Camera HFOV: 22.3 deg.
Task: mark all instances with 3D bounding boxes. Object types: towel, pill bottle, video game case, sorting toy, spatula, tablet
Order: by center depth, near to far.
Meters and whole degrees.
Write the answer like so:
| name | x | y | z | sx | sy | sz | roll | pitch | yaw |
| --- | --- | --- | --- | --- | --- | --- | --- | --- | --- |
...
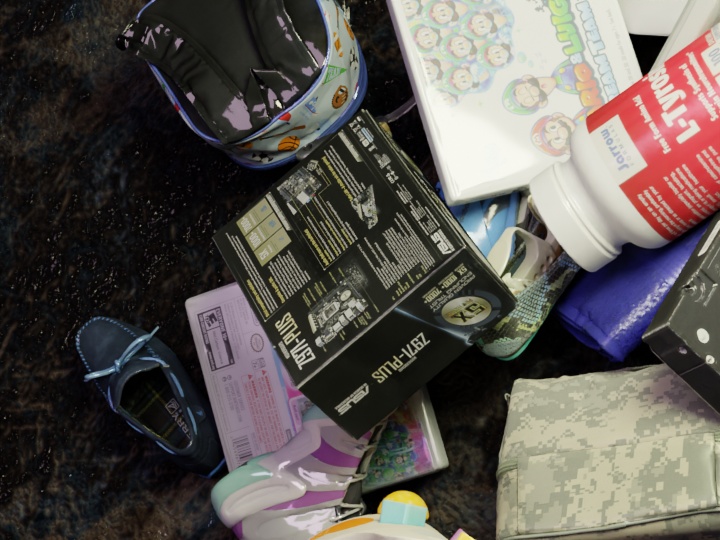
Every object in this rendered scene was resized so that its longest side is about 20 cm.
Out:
| name | x | y | z | sx | sy | sz | roll | pitch | yaw |
| --- | --- | --- | --- | --- | --- | --- | --- | --- | --- |
| sorting toy | 0.065 | 0.233 | 1.322 | 0.200 | 0.180 | 0.107 | 40 | 76 | -2 |
| pill bottle | 0.227 | -0.088 | 1.337 | 0.200 | 0.112 | 0.112 | -36 | 59 | 18 |
| towel | 0.239 | -0.016 | 1.407 | 0.200 | 0.050 | 0.148 | -44 | 21 | 0 |
| video game case | 0.129 | -0.164 | 1.453 | 0.182 | 0.024 | 0.200 | -13 | 77 | -12 |
| tablet | 0.253 | -0.244 | 1.475 | 0.130 | 0.014 | 0.200 | -53 | 15 | -1 |
| video game case | -0.039 | 0.092 | 1.515 | 0.182 | 0.024 | 0.200 | -19 | 79 | 18 |
| spatula | 0.033 | -0.140 | 1.567 | 0.200 | 0.021 | 0.057 | -30 | 34 | -7 |

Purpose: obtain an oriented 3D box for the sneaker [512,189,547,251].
| name | x | y | z | sx | sy | sz | roll | pitch | yaw |
| --- | --- | --- | --- | --- | --- | --- | --- | --- | --- |
| sneaker | 0.141 | -0.109 | 1.527 | 0.115 | 0.075 | 0.200 | 13 | 76 | 43 |

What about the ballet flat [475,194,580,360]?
| name | x | y | z | sx | sy | sz | roll | pitch | yaw |
| --- | --- | --- | --- | --- | --- | --- | --- | --- | --- |
| ballet flat | 0.146 | -0.022 | 1.424 | 0.074 | 0.074 | 0.200 | 20 | 60 | 30 |

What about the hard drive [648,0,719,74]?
| name | x | y | z | sx | sy | sz | roll | pitch | yaw |
| --- | --- | --- | --- | --- | --- | --- | --- | --- | --- |
| hard drive | 0.282 | -0.195 | 1.390 | 0.026 | 0.132 | 0.200 | 43 | 133 | 22 |

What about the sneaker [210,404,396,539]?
| name | x | y | z | sx | sy | sz | roll | pitch | yaw |
| --- | --- | --- | --- | --- | --- | --- | --- | --- | --- |
| sneaker | -0.008 | 0.176 | 1.443 | 0.200 | 0.078 | 0.140 | -40 | 77 | 20 |

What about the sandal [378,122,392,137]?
| name | x | y | z | sx | sy | sz | roll | pitch | yaw |
| --- | --- | --- | --- | --- | --- | --- | --- | --- | --- |
| sandal | -0.041 | -0.052 | 1.530 | 0.200 | 0.080 | 0.054 | -37 | 93 | 30 |

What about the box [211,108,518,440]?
| name | x | y | z | sx | sy | sz | roll | pitch | yaw |
| --- | --- | --- | --- | --- | --- | --- | --- | --- | --- |
| box | 0.000 | 0.000 | 1.401 | 0.164 | 0.086 | 0.200 | -40 | 42 | 6 |

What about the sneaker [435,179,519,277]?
| name | x | y | z | sx | sy | sz | roll | pitch | yaw |
| --- | --- | --- | --- | --- | --- | --- | --- | --- | --- |
| sneaker | 0.080 | -0.044 | 1.468 | 0.066 | 0.078 | 0.200 | 163 | 111 | -65 |

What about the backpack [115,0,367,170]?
| name | x | y | z | sx | sy | sz | roll | pitch | yaw |
| --- | --- | --- | --- | --- | --- | --- | --- | --- | --- |
| backpack | -0.088 | -0.185 | 1.612 | 0.200 | 0.154 | 0.191 | -38 | 52 | 17 |

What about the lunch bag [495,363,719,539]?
| name | x | y | z | sx | sy | sz | roll | pitch | yaw |
| --- | --- | --- | --- | --- | --- | --- | --- | --- | --- |
| lunch bag | 0.204 | 0.143 | 1.349 | 0.200 | 0.139 | 0.168 | -10 | 56 | 19 |

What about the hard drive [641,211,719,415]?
| name | x | y | z | sx | sy | sz | roll | pitch | yaw |
| --- | --- | --- | --- | --- | --- | --- | --- | --- | --- |
| hard drive | 0.303 | 0.064 | 1.293 | 0.140 | 0.200 | 0.038 | -54 | 9 | -35 |

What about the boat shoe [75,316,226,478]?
| name | x | y | z | sx | sy | sz | roll | pitch | yaw |
| --- | --- | --- | --- | --- | --- | --- | --- | --- | --- |
| boat shoe | -0.183 | 0.097 | 1.594 | 0.200 | 0.069 | 0.084 | 34 | 87 | 32 |
